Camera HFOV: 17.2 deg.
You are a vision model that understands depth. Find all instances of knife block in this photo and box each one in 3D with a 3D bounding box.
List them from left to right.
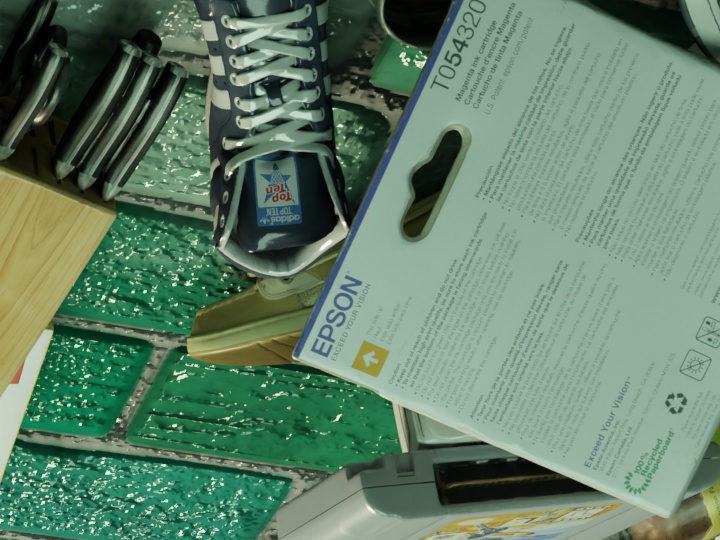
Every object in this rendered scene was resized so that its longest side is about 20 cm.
[{"bbox_3d":[-0.150,-0.030,1.124,0.174,0.064,0.201,-16,130,1],"label":"knife block"}]

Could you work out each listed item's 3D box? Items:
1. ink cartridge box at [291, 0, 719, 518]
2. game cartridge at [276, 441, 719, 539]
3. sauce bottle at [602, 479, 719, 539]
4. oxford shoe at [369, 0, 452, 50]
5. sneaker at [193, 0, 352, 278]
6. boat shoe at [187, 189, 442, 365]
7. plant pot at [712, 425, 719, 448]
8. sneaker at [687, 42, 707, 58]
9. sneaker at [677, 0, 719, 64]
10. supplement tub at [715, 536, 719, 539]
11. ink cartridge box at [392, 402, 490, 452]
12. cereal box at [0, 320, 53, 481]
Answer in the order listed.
[{"bbox_3d":[0.095,-0.015,1.072,0.199,0.043,0.198,24,100,-12],"label":"ink cartridge box"},{"bbox_3d":[0.066,0.117,1.194,0.198,0.042,0.133,-3,159,-24],"label":"game cartridge"},{"bbox_3d":[0.197,0.119,1.351,0.198,0.065,0.065,-21,140,2],"label":"sauce bottle"},{"bbox_3d":[0.055,-0.171,1.026,0.075,0.058,0.201,10,135,-18],"label":"oxford shoe"},{"bbox_3d":[-0.041,-0.083,1.071,0.069,0.109,0.201,-6,140,-4],"label":"sneaker"},{"bbox_3d":[0.000,-0.001,1.226,0.199,0.064,0.073,-19,164,22],"label":"boat shoe"},{"bbox_3d":[0.290,0.030,1.202,0.183,0.201,0.201,-21,147,-28],"label":"plant pot"},{"bbox_3d":[0.221,-0.105,1.116,0.073,0.082,0.200,15,135,-27],"label":"sneaker"},{"bbox_3d":[0.196,-0.178,1.029,0.145,0.077,0.203,-13,139,9],"label":"sneaker"},{"bbox_3d":[0.311,0.153,1.408,0.198,0.123,0.123,-15,140,7],"label":"supplement tub"},{"bbox_3d":[0.091,0.057,1.222,0.146,0.086,0.200,-10,164,-3],"label":"ink cartridge box"},{"bbox_3d":[-0.271,0.053,1.241,0.198,0.040,0.144,8,136,-20],"label":"cereal box"}]
